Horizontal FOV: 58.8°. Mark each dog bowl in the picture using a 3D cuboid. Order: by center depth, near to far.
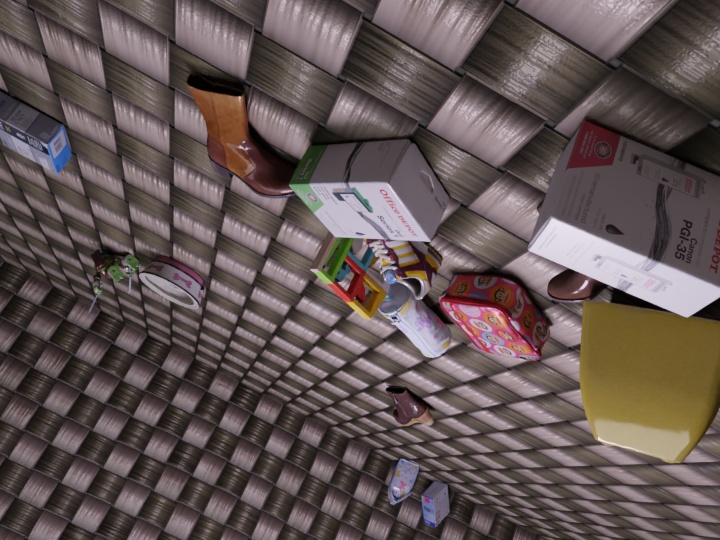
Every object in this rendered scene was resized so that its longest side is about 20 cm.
[{"bbox_3d":[-0.557,0.033,1.918,0.199,0.074,0.200,21,156,10],"label":"dog bowl"}]

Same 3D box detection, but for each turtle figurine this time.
[{"bbox_3d":[-0.783,0.026,2.057,0.143,0.201,0.193,0,173,-41],"label":"turtle figurine"}]

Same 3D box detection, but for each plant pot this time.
[{"bbox_3d":[0.425,0.163,0.932,0.195,0.201,0.194,11,178,33],"label":"plant pot"}]

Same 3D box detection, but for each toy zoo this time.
[{"bbox_3d":[0.000,0.000,1.195,0.020,0.132,0.200,1,146,45],"label":"toy zoo"}]

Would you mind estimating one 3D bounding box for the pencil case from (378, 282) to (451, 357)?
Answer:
[{"bbox_3d":[0.117,0.106,1.352,0.083,0.091,0.200,-32,132,16],"label":"pencil case"}]

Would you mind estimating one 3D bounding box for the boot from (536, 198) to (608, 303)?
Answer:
[{"bbox_3d":[0.293,-0.039,0.892,0.200,0.064,0.186,35,142,-29],"label":"boot"}]

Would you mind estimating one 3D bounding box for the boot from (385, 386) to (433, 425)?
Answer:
[{"bbox_3d":[0.137,0.433,2.085,0.166,0.072,0.200,49,152,-19],"label":"boot"}]

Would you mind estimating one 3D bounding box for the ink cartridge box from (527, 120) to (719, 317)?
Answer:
[{"bbox_3d":[0.313,-0.059,0.724,0.199,0.147,0.083,23,156,5],"label":"ink cartridge box"}]

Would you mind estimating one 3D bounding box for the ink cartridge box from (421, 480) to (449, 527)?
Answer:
[{"bbox_3d":[0.373,1.166,3.160,0.076,0.136,0.201,7,113,40],"label":"ink cartridge box"}]

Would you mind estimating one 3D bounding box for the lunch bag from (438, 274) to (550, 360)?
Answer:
[{"bbox_3d":[0.243,0.085,1.200,0.176,0.082,0.200,6,149,47],"label":"lunch bag"}]

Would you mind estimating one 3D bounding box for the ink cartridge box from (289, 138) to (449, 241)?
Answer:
[{"bbox_3d":[0.014,-0.120,0.984,0.199,0.085,0.146,5,150,41],"label":"ink cartridge box"}]

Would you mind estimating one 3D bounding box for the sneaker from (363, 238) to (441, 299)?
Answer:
[{"bbox_3d":[0.055,-0.029,1.127,0.200,0.090,0.075,34,156,-18],"label":"sneaker"}]

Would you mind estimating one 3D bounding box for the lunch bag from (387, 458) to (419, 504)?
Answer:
[{"bbox_3d":[0.201,1.028,3.080,0.127,0.201,0.170,23,156,8],"label":"lunch bag"}]

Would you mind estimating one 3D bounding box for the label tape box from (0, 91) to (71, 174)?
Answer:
[{"bbox_3d":[-0.746,-0.311,1.396,0.199,0.066,0.143,27,157,-7],"label":"label tape box"}]

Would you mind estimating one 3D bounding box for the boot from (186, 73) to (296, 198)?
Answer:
[{"bbox_3d":[-0.177,-0.218,1.037,0.188,0.069,0.200,28,151,16],"label":"boot"}]
